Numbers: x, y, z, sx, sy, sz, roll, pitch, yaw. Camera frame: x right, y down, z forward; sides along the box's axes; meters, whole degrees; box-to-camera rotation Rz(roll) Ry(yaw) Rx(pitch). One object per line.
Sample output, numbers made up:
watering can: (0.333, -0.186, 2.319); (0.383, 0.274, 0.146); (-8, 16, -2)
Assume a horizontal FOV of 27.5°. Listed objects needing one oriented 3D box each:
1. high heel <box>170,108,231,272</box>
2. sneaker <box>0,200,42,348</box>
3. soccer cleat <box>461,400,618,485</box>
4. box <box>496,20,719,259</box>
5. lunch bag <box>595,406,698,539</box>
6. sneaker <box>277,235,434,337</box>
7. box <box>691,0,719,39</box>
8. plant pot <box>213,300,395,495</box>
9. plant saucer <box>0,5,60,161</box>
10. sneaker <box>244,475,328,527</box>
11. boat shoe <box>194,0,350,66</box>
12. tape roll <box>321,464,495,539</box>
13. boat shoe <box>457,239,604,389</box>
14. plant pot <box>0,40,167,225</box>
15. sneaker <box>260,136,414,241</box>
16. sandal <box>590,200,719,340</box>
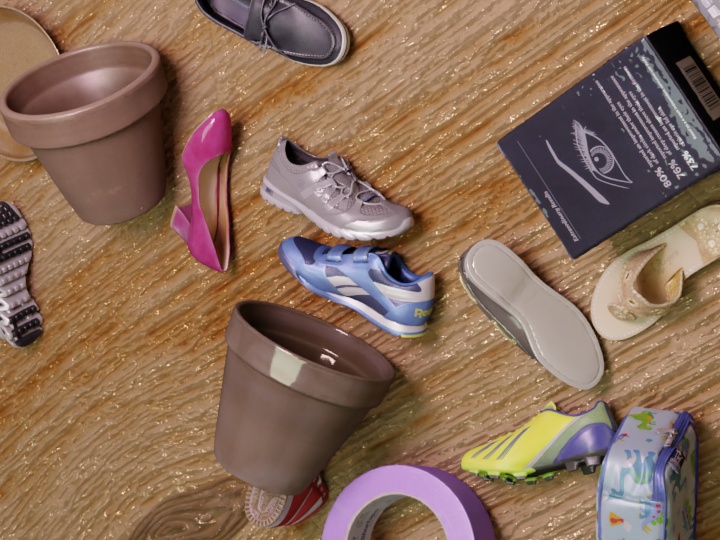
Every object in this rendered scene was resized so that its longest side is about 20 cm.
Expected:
high heel: (-0.170, -0.093, 1.751); (0.096, 0.067, 0.200); (42, 127, 24)
sneaker: (-0.485, 0.004, 1.973); (0.081, 0.075, 0.201); (11, 111, 37)
soccer cleat: (0.201, 0.192, 1.647); (0.200, 0.065, 0.084); (-16, 68, 37)
box: (0.263, -0.129, 1.469); (0.200, 0.104, 0.148); (-34, 88, 34)
lunch bag: (0.303, 0.252, 1.538); (0.082, 0.161, 0.201); (6, 110, 23)
sneaker: (0.000, 0.000, 1.687); (0.199, 0.074, 0.083); (26, 116, 13)
box: (0.412, -0.257, 1.377); (0.160, 0.043, 0.200); (-37, 85, 34)
plant pot: (-0.085, 0.153, 1.684); (0.200, 0.200, 0.174); (29, 102, 20)
plant saucer: (-0.442, -0.242, 1.886); (0.199, 0.035, 0.201); (10, 110, 28)
sneaker: (-0.070, 0.224, 1.810); (0.071, 0.112, 0.201); (23, 86, 24)
boat shoe: (-0.104, -0.283, 1.660); (0.199, 0.062, 0.075); (28, 116, 18)
tape roll: (0.055, 0.329, 1.719); (0.199, 0.066, 0.201); (-5, 79, 27)
boat shoe: (0.184, 0.049, 1.600); (0.202, 0.072, 0.060); (47, 164, -4)
plant pot: (-0.312, -0.156, 1.766); (0.199, 0.200, 0.175); (5, 127, 29)
sneaker: (-0.029, -0.092, 1.668); (0.199, 0.075, 0.082); (21, 117, 24)
sandal: (0.301, 0.006, 1.511); (0.078, 0.070, 0.212); (51, 123, 7)
